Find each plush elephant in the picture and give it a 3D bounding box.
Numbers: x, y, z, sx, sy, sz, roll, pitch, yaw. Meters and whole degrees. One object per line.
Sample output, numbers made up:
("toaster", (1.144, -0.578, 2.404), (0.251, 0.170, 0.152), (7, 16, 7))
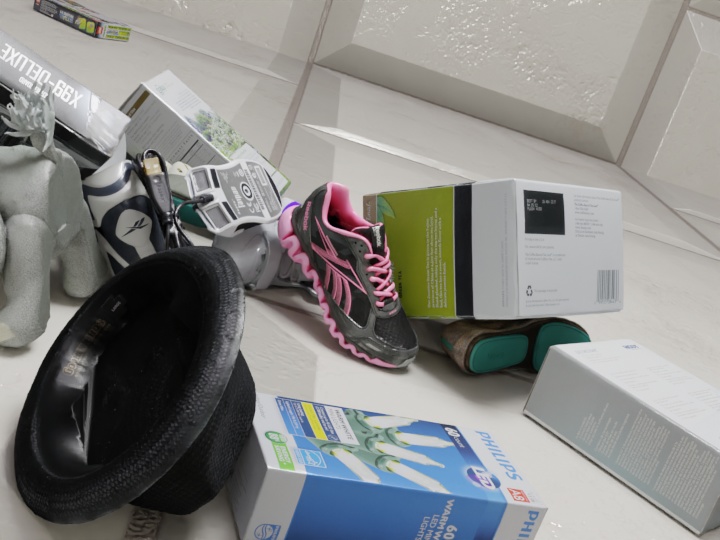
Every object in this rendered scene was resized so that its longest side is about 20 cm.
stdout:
("plush elephant", (-0.310, -0.049, 0.764), (0.155, 0.200, 0.165), (2, 24, 7))

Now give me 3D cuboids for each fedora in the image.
("fedora", (-0.123, 0.081, 0.607), (0.092, 0.201, 0.201), (47, -2, -36))

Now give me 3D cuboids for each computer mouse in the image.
("computer mouse", (-0.137, -0.060, 0.895), (0.110, 0.044, 0.200), (65, 25, 4))

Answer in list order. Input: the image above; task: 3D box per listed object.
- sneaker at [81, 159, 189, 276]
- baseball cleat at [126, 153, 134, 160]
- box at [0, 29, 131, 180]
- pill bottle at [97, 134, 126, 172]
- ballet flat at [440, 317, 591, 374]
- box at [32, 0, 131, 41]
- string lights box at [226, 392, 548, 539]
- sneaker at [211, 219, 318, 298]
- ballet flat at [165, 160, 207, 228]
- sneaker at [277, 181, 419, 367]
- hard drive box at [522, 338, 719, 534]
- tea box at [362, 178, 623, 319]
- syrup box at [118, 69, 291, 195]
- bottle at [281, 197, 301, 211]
("sneaker", (-0.206, -0.018, 0.911), (0.079, 0.130, 0.199), (-28, -3, -19))
("baseball cleat", (-0.285, -0.122, 1.132), (0.200, 0.070, 0.106), (10, 19, -24))
("box", (-0.319, -0.123, 0.853), (0.158, 0.200, 0.050), (35, 53, -25))
("pill bottle", (-0.356, -0.134, 1.003), (0.200, 0.106, 0.106), (12, 15, 16))
("ballet flat", (0.165, 0.073, 1.027), (0.200, 0.068, 0.067), (7, 14, -39))
("box", (-0.625, -0.568, 2.166), (0.200, 0.035, 0.110), (28, 19, 25))
("string lights box", (0.013, 0.145, 0.658), (0.200, 0.059, 0.103), (12, 17, -21))
("sneaker", (-0.080, -0.012, 1.005), (0.115, 0.075, 0.200), (21, 15, 11))
("ballet flat", (-0.208, -0.089, 1.022), (0.200, 0.064, 0.067), (8, -26, 41))
("sneaker", (0.000, 0.000, 0.932), (0.079, 0.095, 0.200), (-21, 72, -50))
("hard drive box", (0.283, 0.146, 0.909), (0.156, 0.077, 0.200), (1, 26, -45))
("tea box", (0.138, -0.018, 1.004), (0.197, 0.134, 0.200), (-1, -1, 44))
("syrup box", (-0.185, -0.131, 1.110), (0.200, 0.081, 0.079), (41, 24, -8))
("bottle", (-0.016, -0.027, 1.131), (0.200, 0.065, 0.084), (27, 18, 22))
